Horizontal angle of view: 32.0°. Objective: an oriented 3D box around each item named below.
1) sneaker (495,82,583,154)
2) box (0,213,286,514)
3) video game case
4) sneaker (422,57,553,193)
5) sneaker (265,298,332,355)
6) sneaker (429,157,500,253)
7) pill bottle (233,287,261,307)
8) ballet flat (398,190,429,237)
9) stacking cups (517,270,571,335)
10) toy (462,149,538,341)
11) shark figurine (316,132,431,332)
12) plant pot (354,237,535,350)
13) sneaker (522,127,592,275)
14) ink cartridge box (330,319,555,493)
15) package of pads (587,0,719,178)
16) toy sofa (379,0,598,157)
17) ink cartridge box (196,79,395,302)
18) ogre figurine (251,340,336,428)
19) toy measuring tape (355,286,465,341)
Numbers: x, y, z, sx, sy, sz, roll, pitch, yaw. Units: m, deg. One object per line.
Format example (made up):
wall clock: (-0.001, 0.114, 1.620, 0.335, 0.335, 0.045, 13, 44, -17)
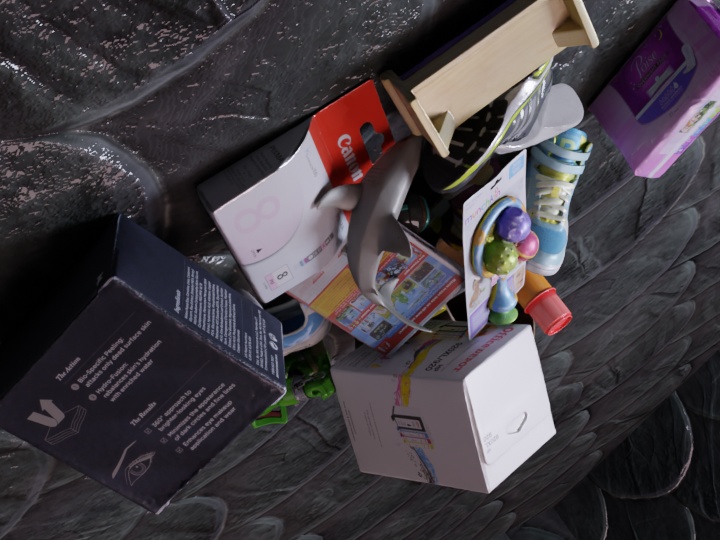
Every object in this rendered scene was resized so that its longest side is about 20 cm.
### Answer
sneaker: (0.158, -0.156, 1.393, 0.200, 0.075, 0.088, -12, 167, -41)
box: (-0.206, 0.090, 1.167, 0.200, 0.117, 0.197, 36, 113, -25)
video game case: (0.000, 0.000, 1.372, 0.200, 0.017, 0.143, 34, 116, -23)
sneaker: (0.139, -0.150, 1.277, 0.200, 0.074, 0.081, -50, 144, -14)
sneaker: (-0.127, 0.089, 1.490, 0.200, 0.072, 0.072, -35, 131, 10)
sneaker: (0.138, -0.069, 1.437, 0.075, 0.090, 0.200, -47, 179, -14)
pill bottle: (-0.195, 0.106, 1.345, 0.200, 0.114, 0.114, -25, 156, -25)
ballet flat: (0.017, -0.032, 1.436, 0.068, 0.068, 0.200, -9, 155, -20)
stacking cups: (0.183, -0.005, 1.548, 0.060, 0.200, 0.061, -29, 160, -12)
toy: (0.163, -0.019, 1.375, 0.115, 0.047, 0.200, -42, 145, -34)
shark figurine: (0.027, -0.019, 1.265, 0.128, 0.089, 0.215, -24, 129, -37)
plant pot: (0.093, 0.072, 1.646, 0.200, 0.187, 0.187, -33, 164, 37)
sneaker: (0.227, -0.097, 1.500, 0.079, 0.200, 0.131, 15, 132, -9)
ink cartridge box: (0.098, 0.151, 1.466, 0.200, 0.145, 0.147, 1, -156, 42)
package of pads: (0.370, -0.219, 1.490, 0.076, 0.121, 0.200, -6, 145, -41)
toy sofa: (0.120, -0.212, 1.216, 0.200, 0.098, 0.083, -36, 134, 1)
ink cartridge box: (-0.045, -0.073, 1.235, 0.200, 0.057, 0.163, -29, 142, -4)
ogre figurine: (-0.092, 0.138, 1.559, 0.120, 0.200, 0.098, -20, 119, -2)
toy measuring tape: (0.074, 0.030, 1.449, 0.200, 0.074, 0.074, -30, 160, 17)
